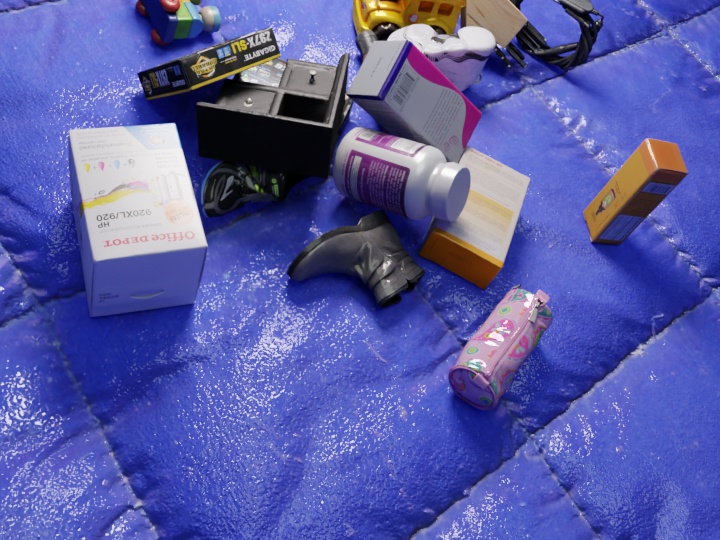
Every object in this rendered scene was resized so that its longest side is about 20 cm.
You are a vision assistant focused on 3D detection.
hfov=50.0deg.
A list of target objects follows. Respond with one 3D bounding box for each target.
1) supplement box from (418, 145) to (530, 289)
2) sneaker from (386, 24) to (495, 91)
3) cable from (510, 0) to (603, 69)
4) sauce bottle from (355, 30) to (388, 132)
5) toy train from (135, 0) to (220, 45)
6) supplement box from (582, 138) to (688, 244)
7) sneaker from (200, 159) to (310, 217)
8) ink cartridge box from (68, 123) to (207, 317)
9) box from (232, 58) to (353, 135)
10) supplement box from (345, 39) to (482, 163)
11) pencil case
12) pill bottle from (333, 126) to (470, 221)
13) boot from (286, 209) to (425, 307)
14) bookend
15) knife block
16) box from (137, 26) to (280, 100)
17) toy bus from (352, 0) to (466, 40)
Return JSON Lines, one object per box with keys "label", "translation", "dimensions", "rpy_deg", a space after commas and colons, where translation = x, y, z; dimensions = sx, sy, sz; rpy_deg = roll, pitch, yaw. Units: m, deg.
{"label": "supplement box", "translation": [0.187, -0.088, 1.253], "dimensions": [0.124, 0.074, 0.202], "rpy_deg": [27, 56, -2]}
{"label": "sneaker", "translation": [0.141, -0.378, 1.403], "dimensions": [0.195, 0.116, 0.077], "rpy_deg": [-2, 58, -5]}
{"label": "cable", "translation": [0.373, -0.488, 1.518], "dimensions": [0.198, 0.164, 0.051], "rpy_deg": [32, 59, 12]}
{"label": "sauce bottle", "translation": [0.039, -0.338, 1.365], "dimensions": [0.065, 0.066, 0.204], "rpy_deg": [-6, 63, -22]}
{"label": "toy train", "translation": [-0.326, -0.481, 1.324], "dimensions": [0.114, 0.085, 0.202], "rpy_deg": [-13, 64, -37]}
{"label": "supplement box", "translation": [0.455, -0.127, 1.294], "dimensions": [0.067, 0.201, 0.068], "rpy_deg": [6, 56, -19]}
{"label": "sneaker", "translation": [-0.153, -0.136, 1.155], "dimensions": [0.197, 0.072, 0.082], "rpy_deg": [-28, 34, -33]}
{"label": "ink cartridge box", "translation": [-0.300, -0.067, 1.027], "dimensions": [0.144, 0.145, 0.203], "rpy_deg": [-8, 62, -24]}
{"label": "box", "translation": [-0.123, -0.268, 1.276], "dimensions": [0.196, 0.046, 0.161], "rpy_deg": [24, 55, -3]}
{"label": "supplement box", "translation": [0.089, -0.268, 1.244], "dimensions": [0.199, 0.103, 0.103], "rpy_deg": [34, 82, -36]}
{"label": "pencil case", "translation": [0.208, 0.110, 1.131], "dimensions": [0.087, 0.088, 0.200], "rpy_deg": [40, 56, 9]}
{"label": "pill bottle", "translation": [0.064, -0.143, 1.182], "dimensions": [0.197, 0.114, 0.113], "rpy_deg": [21, 50, 27]}
{"label": "boot", "translation": [0.000, 0.000, 1.141], "dimensions": [0.198, 0.070, 0.133], "rpy_deg": [-28, 76, -26]}
{"label": "bookend", "translation": [-0.125, -0.252, 1.166], "dimensions": [0.194, 0.093, 0.203], "rpy_deg": [10, 46, 1]}
{"label": "knife block", "translation": [0.277, -0.488, 1.470], "dimensions": [0.171, 0.204, 0.064], "rpy_deg": [-7, 32, -2]}
{"label": "box", "translation": [-0.235, -0.314, 1.179], "dimensions": [0.158, 0.198, 0.050], "rpy_deg": [-28, 111, -29]}
{"label": "toy bus", "translation": [0.099, -0.511, 1.419], "dimensions": [0.195, 0.193, 0.138], "rpy_deg": [2, 59, -16]}
